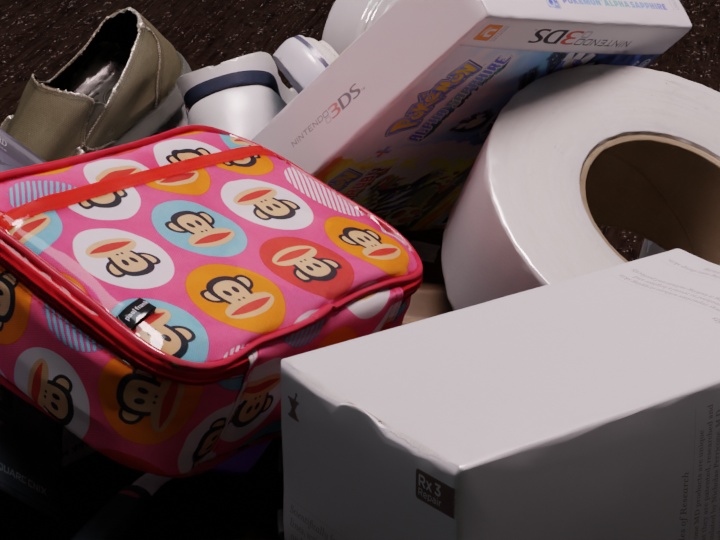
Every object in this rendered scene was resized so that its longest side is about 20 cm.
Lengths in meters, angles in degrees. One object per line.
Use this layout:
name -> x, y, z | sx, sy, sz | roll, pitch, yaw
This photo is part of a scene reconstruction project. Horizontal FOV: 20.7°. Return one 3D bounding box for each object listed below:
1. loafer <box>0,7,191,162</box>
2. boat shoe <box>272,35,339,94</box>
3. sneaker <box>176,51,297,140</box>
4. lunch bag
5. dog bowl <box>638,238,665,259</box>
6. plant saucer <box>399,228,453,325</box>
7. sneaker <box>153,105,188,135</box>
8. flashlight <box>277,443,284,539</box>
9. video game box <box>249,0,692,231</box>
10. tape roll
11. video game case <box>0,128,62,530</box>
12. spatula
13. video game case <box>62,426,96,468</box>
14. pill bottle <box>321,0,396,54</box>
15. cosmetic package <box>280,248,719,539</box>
loafer -> -0.178, -0.077, 1.110 | 0.075, 0.070, 0.200 | 20, 57, 33
boat shoe -> 0.019, -0.094, 1.143 | 0.070, 0.200, 0.071 | -43, 55, 4
sneaker -> -0.054, -0.063, 1.173 | 0.076, 0.081, 0.200 | -21, -14, 14
lunch bag -> -0.087, 0.002, 0.887 | 0.176, 0.082, 0.200 | 34, 30, 24
dog bowl -> 0.258, -0.019, 1.124 | 0.199, 0.059, 0.200 | 0, 23, 0
plant saucer -> 0.000, 0.000, 1.058 | 0.199, 0.030, 0.200 | 9, 12, -2
sneaker -> -0.125, -0.048, 1.175 | 0.078, 0.080, 0.201 | -6, 47, 0
flashlight -> 0.065, 0.096, 0.854 | 0.199, 0.068, 0.068 | 2, 18, -7
video game box -> 0.048, -0.087, 1.020 | 0.182, 0.200, 0.047 | -3, 60, -48
tape roll -> 0.144, -0.006, 0.964 | 0.201, 0.071, 0.203 | 12, 46, -13
video game case -> -0.186, 0.002, 0.885 | 0.019, 0.143, 0.201 | -26, 48, 25
spatula -> -0.093, 0.098, 0.890 | 0.056, 0.021, 0.200 | 12, 26, 21
video game case -> -0.180, 0.044, 1.015 | 0.199, 0.023, 0.181 | 18, 29, 36
pill bottle -> 0.078, -0.137, 1.324 | 0.199, 0.115, 0.114 | 15, 27, 30
cosmetic package -> 0.080, 0.062, 0.728 | 0.199, 0.082, 0.113 | -15, 25, -30
